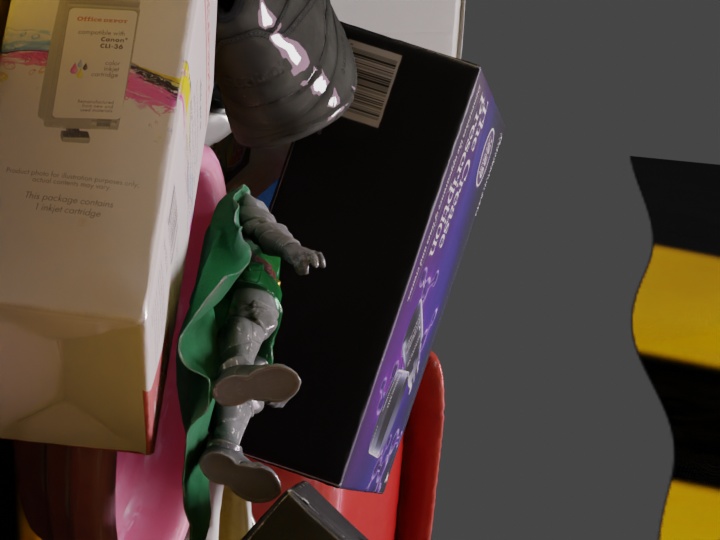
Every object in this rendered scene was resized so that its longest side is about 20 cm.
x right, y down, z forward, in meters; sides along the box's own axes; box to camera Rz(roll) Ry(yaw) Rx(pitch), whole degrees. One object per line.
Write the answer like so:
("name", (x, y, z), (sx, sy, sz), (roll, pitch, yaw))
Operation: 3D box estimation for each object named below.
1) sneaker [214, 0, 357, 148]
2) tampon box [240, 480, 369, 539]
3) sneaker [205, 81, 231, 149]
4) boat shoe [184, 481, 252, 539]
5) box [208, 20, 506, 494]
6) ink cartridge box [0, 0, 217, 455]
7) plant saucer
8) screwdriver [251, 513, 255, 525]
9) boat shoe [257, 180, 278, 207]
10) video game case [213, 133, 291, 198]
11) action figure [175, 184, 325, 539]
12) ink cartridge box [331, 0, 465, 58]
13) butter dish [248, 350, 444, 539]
("sneaker", (-0.046, -0.150, 0.893), (0.091, 0.076, 0.201), (61, 12, -45))
("tampon box", (-0.042, 0.193, 0.733), (0.200, 0.126, 0.150), (-49, 177, -3))
("sneaker", (-0.096, -0.091, 0.983), (0.200, 0.075, 0.081), (-87, -159, -64))
("boat shoe", (-0.057, 0.170, 0.934), (0.075, 0.086, 0.203), (62, 14, -49))
("box", (0.000, 0.000, 0.961), (0.141, 0.078, 0.201), (43, 66, -81))
("ink cartridge box", (-0.093, -0.050, 0.722), (0.117, 0.067, 0.201), (99, -2, -62))
("plant saucer", (-0.101, 0.042, 0.859), (0.200, 0.050, 0.202), (8, 90, -82))
("screwdriver", (-0.079, 0.072, 1.012), (0.029, 0.028, 0.201), (-36, 106, -83))
("boat shoe", (-0.044, -0.056, 1.112), (0.200, 0.084, 0.069), (-51, -145, 39))
("video game case", (-0.077, -0.085, 1.080), (0.200, 0.018, 0.144), (-37, -138, 55))
("action figure", (-0.047, 0.019, 0.801), (0.200, 0.054, 0.119), (-96, -163, -67))
("ink cartridge box", (-0.025, -0.191, 1.232), (0.200, 0.145, 0.086), (-107, -162, -56))
("butter dish", (-0.070, 0.132, 1.099), (0.148, 0.199, 0.201), (-33, 131, -65))
